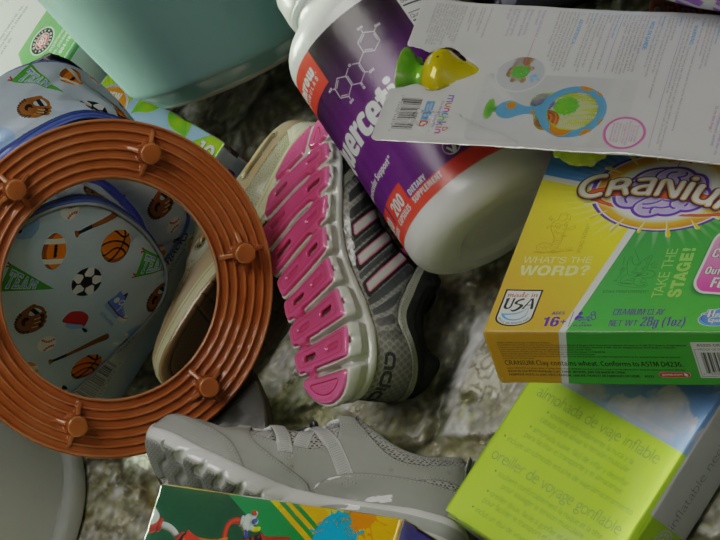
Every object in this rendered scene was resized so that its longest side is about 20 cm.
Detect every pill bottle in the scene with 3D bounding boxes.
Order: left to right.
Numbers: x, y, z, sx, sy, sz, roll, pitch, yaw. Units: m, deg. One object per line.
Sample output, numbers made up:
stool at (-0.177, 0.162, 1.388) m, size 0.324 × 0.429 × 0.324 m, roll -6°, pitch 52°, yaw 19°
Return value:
pill bottle at (0.032, -0.104, 1.500) m, size 0.112 × 0.112 × 0.200 m, roll -39°, pitch 68°, yaw 13°

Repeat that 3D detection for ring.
ring at (-0.146, 0.012, 1.484) m, size 0.201 × 0.200 × 0.019 m, roll -59°, pitch 16°, yaw -5°

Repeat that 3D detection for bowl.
bowl at (-0.103, -0.178, 1.659) m, size 0.200 × 0.105 × 0.201 m, roll -23°, pitch 15°, yaw 6°

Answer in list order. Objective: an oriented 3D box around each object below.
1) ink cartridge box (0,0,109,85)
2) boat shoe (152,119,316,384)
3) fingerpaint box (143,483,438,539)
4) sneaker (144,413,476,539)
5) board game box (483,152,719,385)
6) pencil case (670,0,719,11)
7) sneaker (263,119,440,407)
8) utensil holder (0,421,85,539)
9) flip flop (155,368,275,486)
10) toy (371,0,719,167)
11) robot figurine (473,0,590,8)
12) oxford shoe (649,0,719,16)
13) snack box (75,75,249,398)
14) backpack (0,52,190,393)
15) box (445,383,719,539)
ink cartridge box at (-0.261, -0.129, 1.799) m, size 0.200 × 0.087 × 0.146 m, roll 25°, pitch 82°, yaw 42°
boat shoe at (-0.075, -0.010, 1.600) m, size 0.065 × 0.072 × 0.201 m, roll 18°, pitch 72°, yaw 48°
fingerpaint box at (0.004, 0.187, 1.334) m, size 0.166 × 0.200 × 0.074 m, roll 4°, pitch 69°, yaw 39°
sneaker at (-0.027, 0.119, 1.460) m, size 0.199 × 0.075 × 0.082 m, roll 18°, pitch 57°, yaw 7°
board game box at (0.167, -0.023, 1.368) m, size 0.152 × 0.040 × 0.200 m, roll -1°, pitch 43°, yaw 25°
pencil case at (0.211, -0.181, 1.374) m, size 0.199 × 0.084 × 0.086 m, roll 13°, pitch 88°, yaw 34°
sneaker at (0.000, 0.000, 1.524) m, size 0.074 × 0.087 × 0.201 m, roll -45°, pitch 44°, yaw 38°
utensil holder at (-0.302, 0.128, 1.607) m, size 0.169 × 0.200 × 0.171 m, roll -19°, pitch 55°, yaw 30°
flip flop at (-0.066, 0.143, 1.517) m, size 0.081 × 0.058 × 0.201 m, roll -28°, pitch 65°, yaw 2°
toy at (0.117, -0.094, 1.398) m, size 0.199 × 0.047 × 0.115 m, roll 8°, pitch 50°, yaw 16°
robot figurine at (0.120, -0.227, 1.535) m, size 0.199 × 0.125 × 0.151 m, roll -15°, pitch 87°, yaw 31°
oxford shoe at (0.256, -0.138, 1.426) m, size 0.199 × 0.071 × 0.074 m, roll 18°, pitch 59°, yaw 38°
snack box at (-0.172, -0.015, 1.687) m, size 0.142 × 0.053 × 0.200 m, roll 31°, pitch 87°, yaw 42°
backpack at (-0.204, -0.027, 1.564) m, size 0.191 × 0.200 × 0.154 m, roll -49°, pitch 53°, yaw -3°
box at (0.148, 0.081, 1.386) m, size 0.122 × 0.048 × 0.200 m, roll 29°, pitch 84°, yaw 43°
